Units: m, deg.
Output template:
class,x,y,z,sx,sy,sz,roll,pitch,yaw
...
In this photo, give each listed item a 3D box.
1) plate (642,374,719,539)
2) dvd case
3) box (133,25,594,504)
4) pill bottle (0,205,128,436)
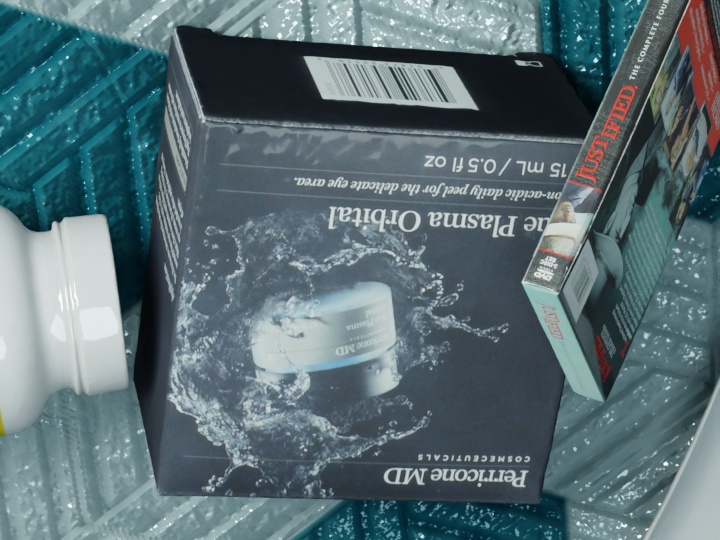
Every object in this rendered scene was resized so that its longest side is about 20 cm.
class,x,y,z,sx,sy,sz,roll,pitch,yaw
plate,0.259,0.123,1.277,0.199,0.032,0.200,15,111,-18
dvd case,0.134,-0.052,1.073,0.200,0.022,0.146,-66,158,-15
box,0.000,0.000,1.118,0.196,0.118,0.201,2,116,-13
pill bottle,-0.214,0.028,1.088,0.199,0.113,0.113,-8,117,-8
